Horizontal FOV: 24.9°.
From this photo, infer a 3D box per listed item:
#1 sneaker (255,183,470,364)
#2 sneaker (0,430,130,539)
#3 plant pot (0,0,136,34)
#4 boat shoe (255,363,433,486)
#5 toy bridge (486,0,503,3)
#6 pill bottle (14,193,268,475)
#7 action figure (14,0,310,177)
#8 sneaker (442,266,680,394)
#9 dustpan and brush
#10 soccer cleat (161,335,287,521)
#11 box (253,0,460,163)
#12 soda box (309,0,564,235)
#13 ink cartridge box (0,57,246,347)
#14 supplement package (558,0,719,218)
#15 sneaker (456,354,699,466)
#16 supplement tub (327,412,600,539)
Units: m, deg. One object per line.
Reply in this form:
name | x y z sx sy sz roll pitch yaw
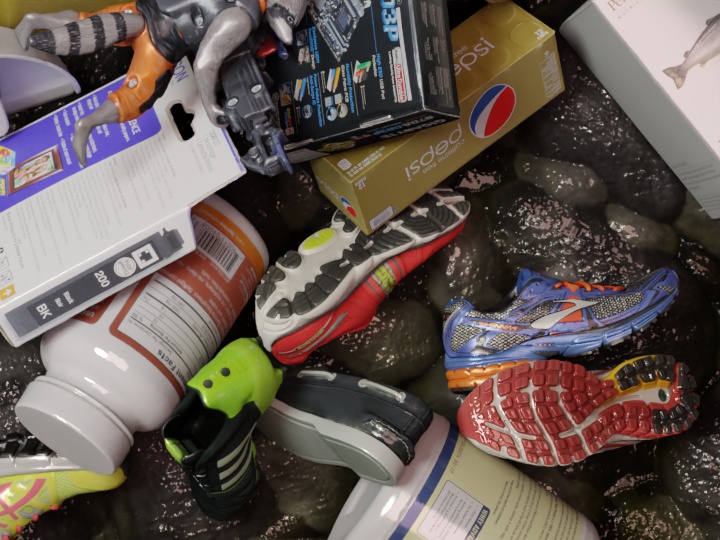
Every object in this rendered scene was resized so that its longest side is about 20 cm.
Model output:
sneaker | 0.000 0.000 1.247 0.199 0.085 0.077 -33 52 -22
sneaker | -0.267 0.173 1.217 0.198 0.078 0.091 -9 98 0
plant pot | -0.201 -0.284 1.177 0.198 0.176 0.202 -17 91 -5
boat shoe | -0.024 0.103 1.191 0.060 0.199 0.076 -51 130 -19
toy bridge | 0.099 -0.233 1.201 0.027 0.200 0.068 -9 89 20
pill bottle | -0.159 0.041 1.177 0.112 0.112 0.201 34 65 -4
action figure | -0.117 -0.145 1.096 0.192 0.105 0.201 -26 52 -11
sneaker | 0.153 0.031 1.257 0.198 0.075 0.079 -18 87 -7
dustpan and brush | -0.277 -0.141 1.151 0.138 0.201 0.058 -20 62 -6
soccer cleat | -0.109 0.123 1.176 0.081 0.201 0.068 -29 63 -33
box | -0.015 -0.190 1.150 0.158 0.046 0.202 -12 81 38
soda box | 0.057 -0.119 1.229 0.199 0.064 0.068 -36 51 -14
ink cartridge box | -0.184 -0.061 1.168 0.199 0.199 0.044 -29 130 1
supplement package | 0.266 -0.155 1.249 0.117 0.117 0.200 -40 92 -4
sneaker | 0.158 0.112 1.225 0.198 0.082 0.079 0 74 -29
supplement tub | 0.088 0.215 1.209 0.199 0.145 0.146 35 86 -3
